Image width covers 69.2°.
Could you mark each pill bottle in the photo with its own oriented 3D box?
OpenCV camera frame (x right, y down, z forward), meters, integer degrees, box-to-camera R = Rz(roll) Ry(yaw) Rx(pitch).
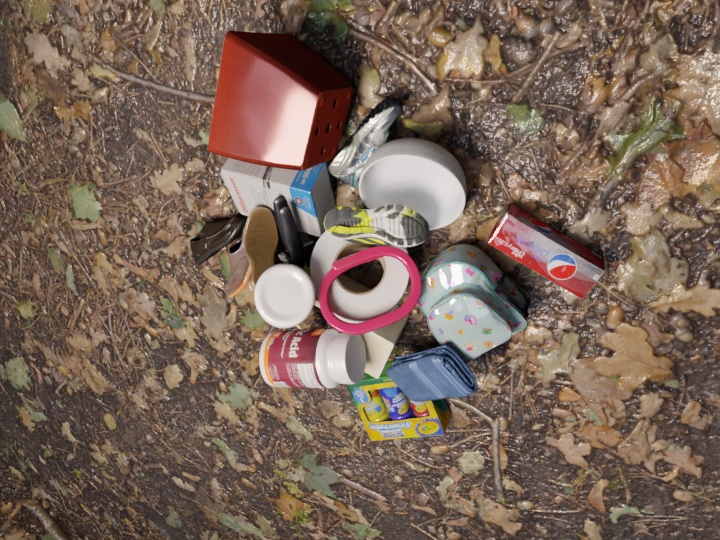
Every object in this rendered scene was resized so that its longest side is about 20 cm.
[{"bbox_3d":[-0.096,0.178,1.054,0.196,0.114,0.117,-5,113,26],"label":"pill bottle"},{"bbox_3d":[-0.151,0.056,1.037,0.111,0.200,0.117,1,82,-9],"label":"pill bottle"}]

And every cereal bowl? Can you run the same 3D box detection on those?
[{"bbox_3d":[0.098,-0.165,0.949,0.195,0.085,0.202,10,147,6],"label":"cereal bowl"}]

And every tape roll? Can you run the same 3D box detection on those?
[{"bbox_3d":[0.000,0.000,1.035,0.197,0.071,0.208,-1,78,2],"label":"tape roll"}]

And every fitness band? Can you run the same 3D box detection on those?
[{"bbox_3d":[0.017,0.037,0.975,0.196,0.037,0.147,-20,81,-2],"label":"fitness band"}]

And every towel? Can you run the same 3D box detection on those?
[{"bbox_3d":[0.141,0.207,1.036,0.112,0.049,0.199,48,146,-8],"label":"towel"}]

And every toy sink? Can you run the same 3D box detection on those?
[{"bbox_3d":[-0.012,0.117,1.131,0.197,0.131,0.114,28,123,7],"label":"toy sink"}]

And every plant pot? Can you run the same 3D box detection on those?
[{"bbox_3d":[-0.127,-0.284,0.923,0.174,0.200,0.203,28,120,14],"label":"plant pot"}]

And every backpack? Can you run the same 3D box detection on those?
[{"bbox_3d":[0.202,0.060,0.999,0.201,0.153,0.175,50,129,-2],"label":"backpack"}]

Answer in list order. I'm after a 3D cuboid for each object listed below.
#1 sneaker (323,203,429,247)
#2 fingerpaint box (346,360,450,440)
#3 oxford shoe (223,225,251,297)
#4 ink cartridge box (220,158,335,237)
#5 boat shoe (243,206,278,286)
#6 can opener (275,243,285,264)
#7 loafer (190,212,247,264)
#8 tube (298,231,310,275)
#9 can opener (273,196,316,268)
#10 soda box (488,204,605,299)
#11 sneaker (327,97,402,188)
[{"bbox_3d":[0.030,-0.085,0.974,0.195,0.085,0.076,7,87,-3],"label":"sneaker"},{"bbox_3d":[0.087,0.301,1.212,0.196,0.073,0.170,-14,108,29],"label":"fingerpaint box"},{"bbox_3d":[-0.278,-0.022,1.201,0.072,0.072,0.201,24,118,-21],"label":"oxford shoe"},{"bbox_3d":[-0.161,-0.163,1.049,0.196,0.086,0.147,17,153,15],"label":"ink cartridge box"},{"bbox_3d":[-0.212,-0.053,1.097,0.070,0.065,0.203,-7,130,-17],"label":"boat shoe"},{"bbox_3d":[-0.195,0.039,1.217,0.065,0.053,0.204,1,114,24],"label":"can opener"},{"bbox_3d":[-0.337,-0.082,1.206,0.198,0.073,0.072,-30,100,31],"label":"loafer"},{"bbox_3d":[-0.127,-0.017,1.166,0.058,0.051,0.204,23,134,53],"label":"tube"},{"bbox_3d":[-0.141,-0.072,1.050,0.063,0.078,0.202,43,161,34],"label":"can opener"},{"bbox_3d":[0.334,-0.037,0.943,0.198,0.063,0.071,32,123,6],"label":"soda box"},{"bbox_3d":[0.024,-0.236,0.983,0.086,0.078,0.200,38,132,-13],"label":"sneaker"}]
